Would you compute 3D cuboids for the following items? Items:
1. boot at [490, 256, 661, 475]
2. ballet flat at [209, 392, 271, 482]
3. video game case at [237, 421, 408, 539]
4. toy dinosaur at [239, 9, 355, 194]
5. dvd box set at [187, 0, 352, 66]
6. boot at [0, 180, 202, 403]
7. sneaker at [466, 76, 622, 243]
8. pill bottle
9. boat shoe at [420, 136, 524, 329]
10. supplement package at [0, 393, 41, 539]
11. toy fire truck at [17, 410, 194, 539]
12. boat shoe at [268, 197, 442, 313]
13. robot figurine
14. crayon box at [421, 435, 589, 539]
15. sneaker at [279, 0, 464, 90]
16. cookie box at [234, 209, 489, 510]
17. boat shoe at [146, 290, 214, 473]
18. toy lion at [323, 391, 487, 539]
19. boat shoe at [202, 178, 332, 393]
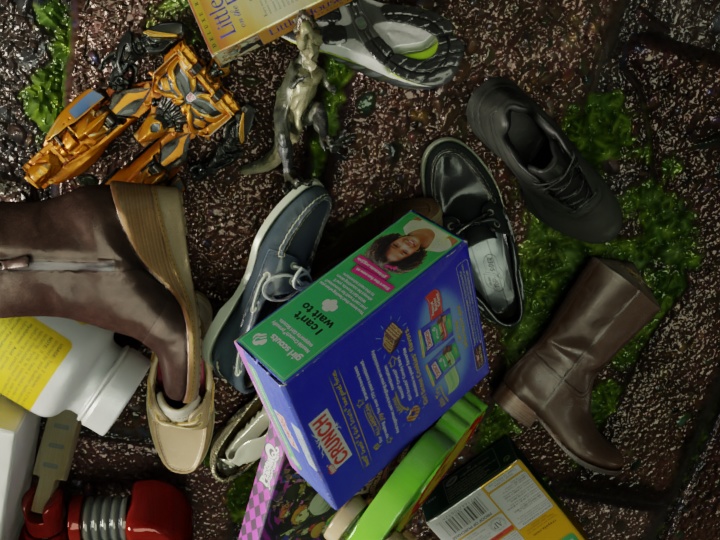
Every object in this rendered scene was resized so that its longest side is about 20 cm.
[{"bbox_3d":[0.261,0.100,0.874,0.186,0.064,0.201,32,100,-19],"label":"boot"},{"bbox_3d":[-0.082,0.142,0.841,0.068,0.075,0.200,39,102,-12],"label":"ballet flat"},{"bbox_3d":[-0.021,0.182,0.838,0.180,0.036,0.202,0,115,-43],"label":"video game case"},{"bbox_3d":[-0.053,-0.120,0.699,0.047,0.089,0.200,-11,150,-32],"label":"toy dinosaur"},{"bbox_3d":[-0.056,-0.274,0.672,0.198,0.029,0.147,-26,81,4],"label":"dvd box set"},{"bbox_3d":[-0.225,0.027,0.714,0.165,0.072,0.202,-9,100,-13],"label":"boot"},{"bbox_3d":[0.177,-0.089,0.772,0.200,0.091,0.076,40,101,-20],"label":"sneaker"},{"bbox_3d":[-0.297,0.063,0.760,0.199,0.111,0.112,35,104,-11],"label":"pill bottle"},{"bbox_3d":[0.113,-0.029,0.800,0.074,0.066,0.201,-17,112,1],"label":"boat shoe"},{"bbox_3d":[-0.388,0.198,0.805,0.119,0.121,0.202,13,109,-10],"label":"supplement package"},{"bbox_3d":[-0.263,0.237,0.849,0.174,0.129,0.202,-2,121,-6],"label":"toy fire truck"},{"bbox_3d":[0.000,0.000,0.803,0.199,0.072,0.065,-30,116,17],"label":"boat shoe"},{"bbox_3d":[-0.190,-0.120,0.737,0.199,0.058,0.145,-39,113,9],"label":"robot figurine"},{"bbox_3d":[0.175,0.299,0.943,0.125,0.052,0.200,-36,110,8],"label":"crayon box"},{"bbox_3d":[-0.008,-0.203,0.717,0.199,0.081,0.074,28,87,5],"label":"sneaker"},{"bbox_3d":[0.011,0.076,0.722,0.199,0.075,0.172,-37,134,-23],"label":"cookie box"},{"bbox_3d":[-0.181,0.122,0.826,0.073,0.069,0.202,1,111,-6],"label":"boat shoe"},{"bbox_3d":[0.059,0.200,0.813,0.068,0.200,0.192,36,82,16],"label":"toy lion"},{"bbox_3d":[-0.074,0.016,0.743,0.062,0.075,0.201,36,98,28],"label":"boat shoe"}]
